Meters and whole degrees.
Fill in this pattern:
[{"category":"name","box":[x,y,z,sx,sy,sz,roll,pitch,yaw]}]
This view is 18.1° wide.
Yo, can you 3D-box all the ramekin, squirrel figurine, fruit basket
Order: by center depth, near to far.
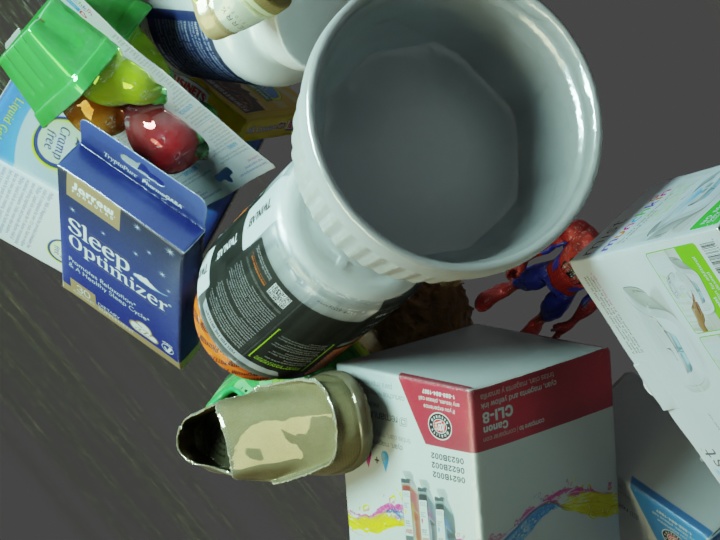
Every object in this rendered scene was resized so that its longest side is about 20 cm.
[{"category":"ramekin","box":[0.048,-0.085,1.463,0.201,0.200,0.105,50,160,0]},{"category":"fruit basket","box":[-0.162,-0.129,1.658,0.199,0.094,0.185,34,162,-12]},{"category":"squirrel figurine","box":[0.000,0.000,1.774,0.188,0.141,0.200,58,160,10]}]

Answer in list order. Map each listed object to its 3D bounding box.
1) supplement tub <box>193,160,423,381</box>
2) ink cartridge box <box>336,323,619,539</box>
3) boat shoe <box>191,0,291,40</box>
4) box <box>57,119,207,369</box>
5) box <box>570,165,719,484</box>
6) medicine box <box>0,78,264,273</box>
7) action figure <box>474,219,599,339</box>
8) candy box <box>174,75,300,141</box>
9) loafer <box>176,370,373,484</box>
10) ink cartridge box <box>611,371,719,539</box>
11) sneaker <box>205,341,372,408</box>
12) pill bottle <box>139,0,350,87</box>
[{"category":"supplement tub","box":[-0.040,0.001,1.584,0.123,0.122,0.200,50,147,0]},{"category":"ink cartridge box","box":[0.086,0.157,1.603,0.145,0.144,0.202,8,107,48]},{"category":"boat shoe","box":[-0.104,-0.244,1.548,0.074,0.066,0.201,34,-147,-45]},{"category":"box","box":[-0.170,-0.017,1.675,0.121,0.032,0.201,34,149,16]},{"category":"box","box":[0.254,0.039,1.409,0.201,0.097,0.176,54,156,-9]},{"category":"medicine box","box":[-0.197,-0.091,1.817,0.199,0.183,0.103,28,144,-5]},{"category":"action figure","box":[0.140,0.011,1.631,0.066,0.052,0.200,53,154,4]},{"category":"candy box","box":[-0.133,-0.169,1.786,0.200,0.102,0.027,39,114,22]},{"category":"loafer","box":[-0.063,0.119,1.608,0.199,0.067,0.077,-20,83,54]},{"category":"ink cartridge box","box":[0.233,0.195,1.687,0.145,0.084,0.201,33,151,32]},{"category":"sneaker","box":[-0.045,0.102,1.710,0.199,0.084,0.074,-12,114,52]},{"category":"pill bottle","box":[-0.081,-0.191,1.639,0.199,0.111,0.112,13,137,54]}]
